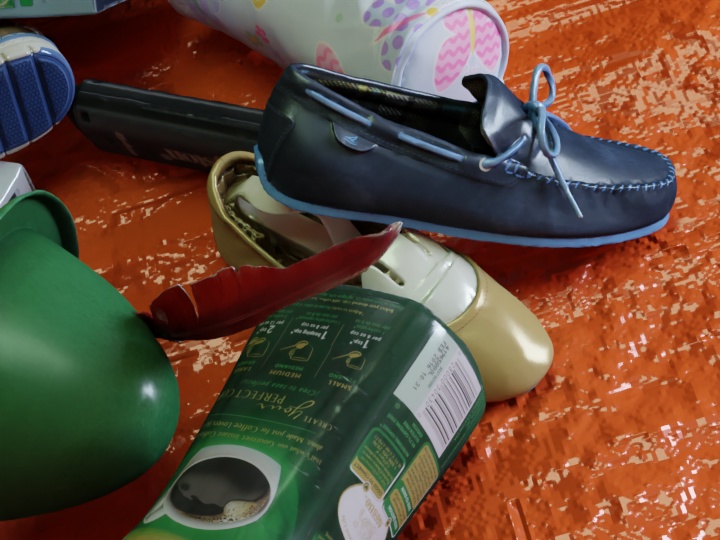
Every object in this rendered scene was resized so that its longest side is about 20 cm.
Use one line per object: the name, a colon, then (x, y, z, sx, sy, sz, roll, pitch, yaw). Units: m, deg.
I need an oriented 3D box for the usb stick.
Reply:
usb stick: (-0.057, -0.063, 1.097, 0.199, 0.055, 0.033, 13, 78, 27)

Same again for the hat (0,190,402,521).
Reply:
hat: (-0.081, 0.064, 0.925, 0.175, 0.200, 0.167, 15, 76, 10)

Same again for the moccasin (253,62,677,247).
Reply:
moccasin: (0.054, -0.055, 0.995, 0.198, 0.069, 0.081, 3, 25, -17)

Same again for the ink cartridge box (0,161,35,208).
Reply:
ink cartridge box: (-0.290, 0.015, 1.110, 0.198, 0.041, 0.201, 9, 53, 25)

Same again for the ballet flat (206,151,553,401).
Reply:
ballet flat: (0.000, 0.000, 1.015, 0.199, 0.063, 0.069, 25, 61, 34)

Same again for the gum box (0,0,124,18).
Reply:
gum box: (-0.203, -0.170, 1.189, 0.199, 0.045, 0.170, -1, 16, 18)

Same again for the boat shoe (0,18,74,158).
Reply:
boat shoe: (-0.245, -0.070, 1.104, 0.199, 0.073, 0.072, -22, 39, -19)

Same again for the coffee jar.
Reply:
coffee jar: (-0.034, 0.104, 0.916, 0.104, 0.086, 0.200, 8, 51, 36)

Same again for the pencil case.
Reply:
pencil case: (-0.016, -0.133, 1.125, 0.200, 0.091, 0.083, 33, 82, 38)
